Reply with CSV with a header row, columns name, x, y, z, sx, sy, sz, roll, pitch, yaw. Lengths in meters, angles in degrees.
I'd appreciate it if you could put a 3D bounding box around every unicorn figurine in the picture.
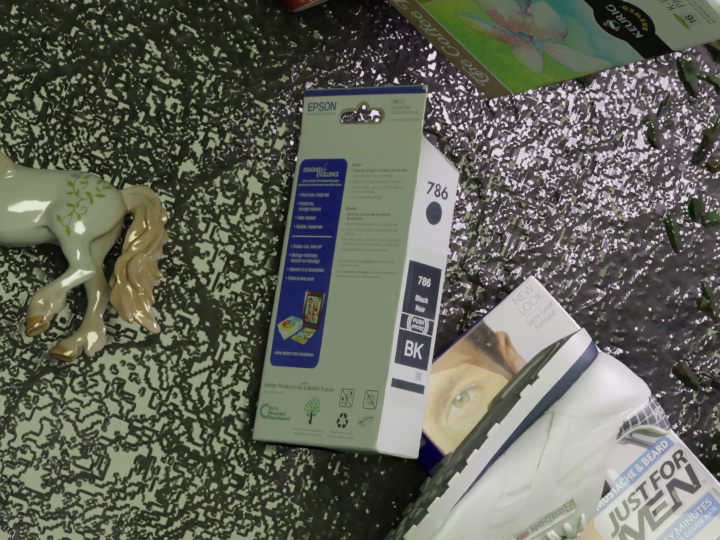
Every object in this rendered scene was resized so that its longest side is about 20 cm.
name,x,y,z,sx,sy,sz,roll,pitch,yaw
unicorn figurine,-0.198,-0.033,1.476,0.200,0.074,0.137,16,73,-12

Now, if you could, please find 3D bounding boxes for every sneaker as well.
name,x,y,z,sx,sy,sz,roll,pitch,yaw
sneaker,0.078,0.125,1.455,0.080,0.076,0.200,44,82,-6

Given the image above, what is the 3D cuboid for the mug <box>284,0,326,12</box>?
name,x,y,z,sx,sy,sz,roll,pitch,yaw
mug,-0.006,-0.261,1.513,0.177,0.133,0.200,-22,94,-13

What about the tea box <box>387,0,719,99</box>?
name,x,y,z,sx,sy,sz,roll,pitch,yaw
tea box,0.089,-0.211,1.390,0.200,0.197,0.134,42,61,-25

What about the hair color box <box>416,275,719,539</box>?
name,x,y,z,sx,sy,sz,roll,pitch,yaw
hair color box,0.117,0.115,1.526,0.109,0.065,0.200,-41,85,-13

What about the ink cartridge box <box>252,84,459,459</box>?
name,x,y,z,sx,sy,sz,roll,pitch,yaw
ink cartridge box,0.000,0.000,1.503,0.039,0.099,0.200,14,82,-44
